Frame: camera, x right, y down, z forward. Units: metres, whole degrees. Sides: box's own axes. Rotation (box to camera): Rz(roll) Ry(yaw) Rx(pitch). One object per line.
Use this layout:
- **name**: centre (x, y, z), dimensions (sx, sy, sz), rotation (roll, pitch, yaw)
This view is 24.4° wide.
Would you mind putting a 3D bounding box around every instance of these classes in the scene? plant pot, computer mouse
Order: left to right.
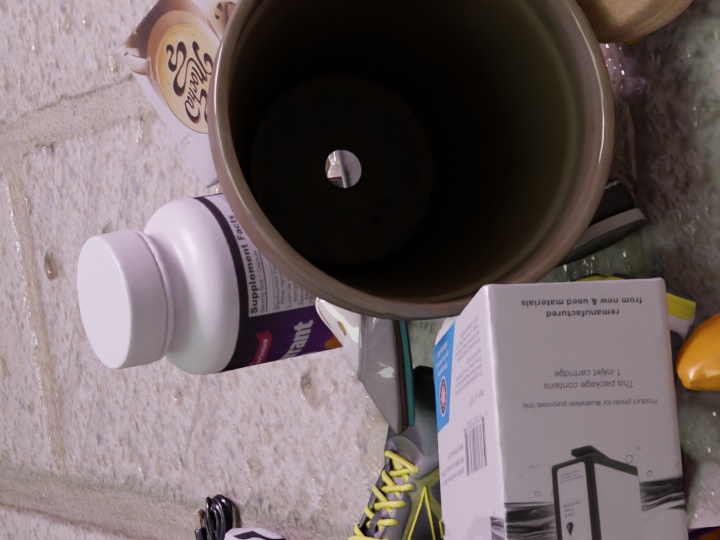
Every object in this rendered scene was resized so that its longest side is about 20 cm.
- **computer mouse**: centre (-0.082, 0.243, 1.329), dimensions (0.200, 0.044, 0.111), rotation (180, 86, -65)
- **plant pot**: centre (0.007, -0.067, 0.868), dimensions (0.173, 0.198, 0.202), rotation (156, 103, -74)

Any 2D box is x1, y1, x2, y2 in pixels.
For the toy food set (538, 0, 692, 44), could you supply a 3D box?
- **toy food set**: centre (0.096, -0.204, 0.821), dimensions (0.200, 0.049, 0.198), rotation (43, 146, 12)

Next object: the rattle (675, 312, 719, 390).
- **rattle**: centre (0.198, -0.063, 0.683), dimensions (0.131, 0.142, 0.201), rotation (-109, 19, -53)

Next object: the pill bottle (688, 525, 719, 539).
- **pill bottle**: centre (0.167, 0.184, 0.823), dimensions (0.200, 0.111, 0.112), rotation (-23, 79, 58)

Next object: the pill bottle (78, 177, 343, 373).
- **pill bottle**: centre (-0.075, 0.005, 1.075), dimensions (0.111, 0.199, 0.112), rotation (25, 120, 55)

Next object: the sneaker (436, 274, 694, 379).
- **sneaker**: centre (0.097, 0.061, 0.901), dimensions (0.200, 0.074, 0.085), rotation (-27, 47, 58)

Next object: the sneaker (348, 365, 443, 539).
- **sneaker**: centre (0.033, 0.162, 1.067), dimensions (0.074, 0.084, 0.202), rotation (18, 114, 55)

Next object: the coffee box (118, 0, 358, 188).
- **coffee box**: centre (-0.055, -0.151, 1.035), dimensions (0.114, 0.080, 0.200), rotation (58, 141, 2)

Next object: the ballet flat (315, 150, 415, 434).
- **ballet flat**: centre (0.000, 0.000, 1.019), dimensions (0.067, 0.063, 0.202), rotation (-76, -15, -87)

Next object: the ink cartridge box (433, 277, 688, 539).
- **ink cartridge box**: centre (0.087, 0.117, 0.735), dimensions (0.146, 0.084, 0.202), rotation (119, 148, -76)

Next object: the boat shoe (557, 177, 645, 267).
- **boat shoe**: centre (0.085, -0.025, 0.939), dimensions (0.201, 0.071, 0.061), rotation (-24, 82, 61)
